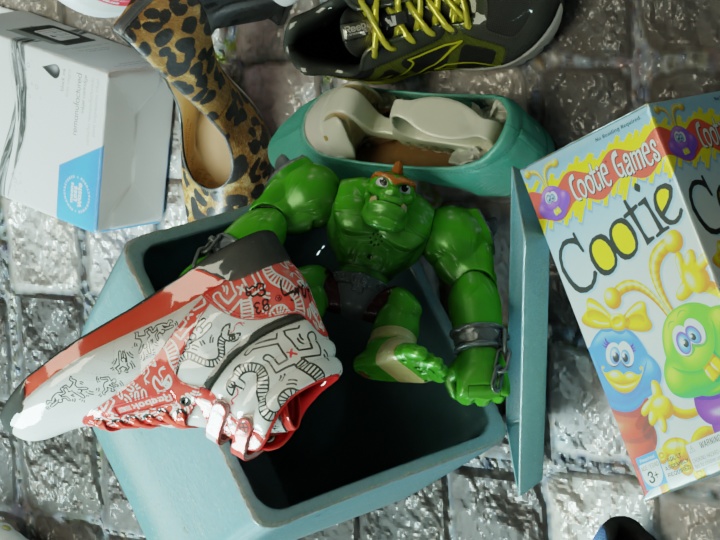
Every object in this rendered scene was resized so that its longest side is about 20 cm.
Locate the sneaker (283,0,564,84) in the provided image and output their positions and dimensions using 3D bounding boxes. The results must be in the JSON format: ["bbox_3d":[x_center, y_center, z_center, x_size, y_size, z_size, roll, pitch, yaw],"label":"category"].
[{"bbox_3d":[0.037,-0.146,1.763,0.200,0.085,0.075,-17,88,44],"label":"sneaker"}]

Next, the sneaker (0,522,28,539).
[{"bbox_3d":[-0.269,0.285,2.151,0.115,0.074,0.200,34,110,35],"label":"sneaker"}]

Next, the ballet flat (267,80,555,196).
[{"bbox_3d":[0.022,-0.088,1.776,0.200,0.070,0.067,6,62,30],"label":"ballet flat"}]

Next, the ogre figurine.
[{"bbox_3d":[0.000,0.000,1.748,0.199,0.098,0.120,9,66,15],"label":"ogre figurine"}]

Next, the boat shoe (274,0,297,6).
[{"bbox_3d":[0.015,-0.220,1.787,0.200,0.071,0.069,-22,128,29],"label":"boat shoe"}]

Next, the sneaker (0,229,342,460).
[{"bbox_3d":[-0.106,0.073,1.677,0.201,0.067,0.108,-33,80,13],"label":"sneaker"}]

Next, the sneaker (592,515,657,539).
[{"bbox_3d":[0.199,0.211,1.691,0.200,0.078,0.089,34,122,33],"label":"sneaker"}]

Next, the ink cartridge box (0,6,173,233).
[{"bbox_3d":[-0.223,-0.109,2.024,0.200,0.067,0.116,20,113,38],"label":"ink cartridge box"}]

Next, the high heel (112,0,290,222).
[{"bbox_3d":[-0.121,-0.094,1.880,0.071,0.142,0.200,29,117,35],"label":"high heel"}]

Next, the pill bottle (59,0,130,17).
[{"bbox_3d":[-0.124,-0.252,1.873,0.200,0.112,0.113,-31,78,42],"label":"pill bottle"}]

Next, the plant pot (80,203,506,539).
[{"bbox_3d":[-0.069,0.086,1.845,0.200,0.196,0.196,-44,69,52],"label":"plant pot"}]

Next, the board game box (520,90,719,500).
[{"bbox_3d":[0.190,0.011,1.639,0.103,0.105,0.200,-27,80,42],"label":"board game box"}]

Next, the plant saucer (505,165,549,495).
[{"bbox_3d":[0.099,0.038,1.727,0.070,0.019,0.200,-96,5,-52],"label":"plant saucer"}]
